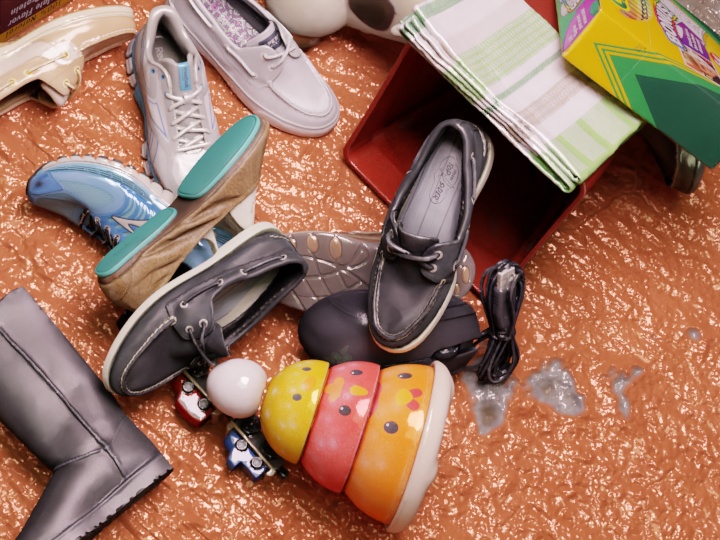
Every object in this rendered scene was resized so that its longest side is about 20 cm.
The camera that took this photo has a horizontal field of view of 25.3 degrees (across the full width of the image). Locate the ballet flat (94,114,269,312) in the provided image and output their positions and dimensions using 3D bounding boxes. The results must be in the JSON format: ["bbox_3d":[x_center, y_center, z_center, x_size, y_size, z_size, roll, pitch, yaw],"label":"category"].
[{"bbox_3d":[-0.134,-0.040,1.346,0.200,0.068,0.072,-49,118,-15],"label":"ballet flat"}]

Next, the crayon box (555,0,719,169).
[{"bbox_3d":[0.254,-0.200,1.416,0.172,0.058,0.200,35,27,-16],"label":"crayon box"}]

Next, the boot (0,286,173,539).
[{"bbox_3d":[-0.274,0.133,1.301,0.165,0.066,0.200,-37,83,-32],"label":"boot"}]

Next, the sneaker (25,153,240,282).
[{"bbox_3d":[-0.199,-0.032,1.384,0.199,0.078,0.090,22,68,-3],"label":"sneaker"}]

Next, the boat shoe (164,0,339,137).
[{"bbox_3d":[-0.093,-0.206,1.477,0.200,0.068,0.072,48,65,-1],"label":"boat shoe"}]

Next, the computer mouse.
[{"bbox_3d":[0.046,0.059,1.380,0.198,0.139,0.053,-2,40,-5],"label":"computer mouse"}]

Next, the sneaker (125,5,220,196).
[{"bbox_3d":[-0.164,-0.146,1.434,0.074,0.087,0.201,-15,73,-20],"label":"sneaker"}]

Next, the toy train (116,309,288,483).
[{"bbox_3d":[-0.136,0.108,1.363,0.046,0.034,0.200,-41,81,-21],"label":"toy train"}]

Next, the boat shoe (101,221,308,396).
[{"bbox_3d":[-0.122,0.042,1.323,0.199,0.075,0.066,-38,51,-23],"label":"boat shoe"}]

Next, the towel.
[{"bbox_3d":[0.140,-0.167,1.332,0.200,0.031,0.149,44,45,6],"label":"towel"}]

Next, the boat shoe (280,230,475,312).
[{"bbox_3d":[0.000,0.000,1.421,0.198,0.072,0.076,5,98,-4],"label":"boat shoe"}]

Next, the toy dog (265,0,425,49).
[{"bbox_3d":[0.009,-0.261,1.492,0.198,0.140,0.195,2,49,15],"label":"toy dog"}]

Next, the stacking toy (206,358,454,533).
[{"bbox_3d":[-0.033,0.123,1.322,0.199,0.146,0.147,16,65,-3],"label":"stacking toy"}]

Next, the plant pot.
[{"bbox_3d":[0.137,-0.131,1.450,0.200,0.200,0.176,45,53,8],"label":"plant pot"}]

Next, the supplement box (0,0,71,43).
[{"bbox_3d":[-0.283,-0.343,1.423,0.197,0.200,0.133,-38,80,-24],"label":"supplement box"}]

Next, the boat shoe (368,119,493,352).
[{"bbox_3d":[0.052,-0.032,1.309,0.074,0.066,0.200,25,86,18],"label":"boat shoe"}]

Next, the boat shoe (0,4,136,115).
[{"bbox_3d":[-0.285,-0.175,1.431,0.199,0.074,0.070,-25,84,-18],"label":"boat shoe"}]

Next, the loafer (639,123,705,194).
[{"bbox_3d":[0.276,-0.158,1.554,0.069,0.075,0.201,-12,62,-12],"label":"loafer"}]
